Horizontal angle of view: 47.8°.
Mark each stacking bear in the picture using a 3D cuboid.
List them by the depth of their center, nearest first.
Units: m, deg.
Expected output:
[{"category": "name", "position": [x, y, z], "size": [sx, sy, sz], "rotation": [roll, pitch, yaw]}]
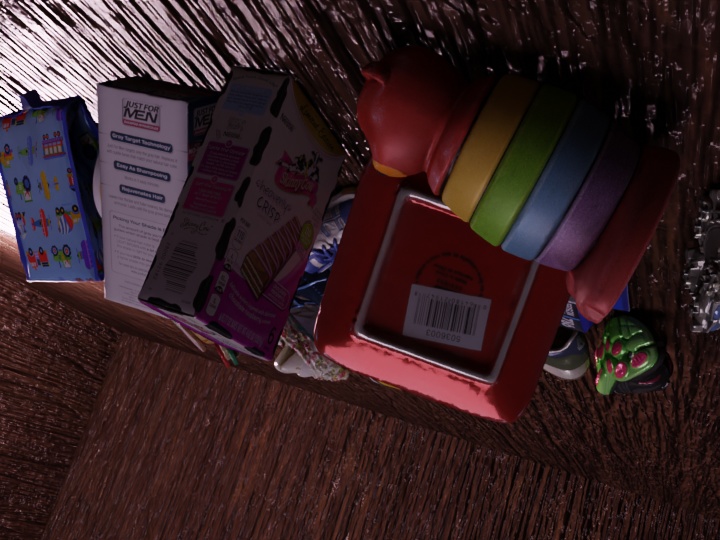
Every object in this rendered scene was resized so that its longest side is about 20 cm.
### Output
[{"category": "stacking bear", "position": [0.087, -0.072, 0.520], "size": [0.198, 0.115, 0.121], "rotation": [29, -169, 5]}]

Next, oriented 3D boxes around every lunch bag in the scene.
[{"category": "lunch bag", "position": [-0.334, -0.096, 0.898], "size": [0.148, 0.094, 0.203], "rotation": [-1, 115, 38]}]

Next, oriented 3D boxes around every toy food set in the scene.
[{"category": "toy food set", "position": [-0.233, 0.054, 1.114], "size": [0.199, 0.049, 0.199], "rotation": [37, 162, 33]}]

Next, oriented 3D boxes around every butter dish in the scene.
[{"category": "butter dish", "position": [0.077, 0.002, 0.729], "size": [0.196, 0.203, 0.148], "rotation": [19, -171, 0]}]

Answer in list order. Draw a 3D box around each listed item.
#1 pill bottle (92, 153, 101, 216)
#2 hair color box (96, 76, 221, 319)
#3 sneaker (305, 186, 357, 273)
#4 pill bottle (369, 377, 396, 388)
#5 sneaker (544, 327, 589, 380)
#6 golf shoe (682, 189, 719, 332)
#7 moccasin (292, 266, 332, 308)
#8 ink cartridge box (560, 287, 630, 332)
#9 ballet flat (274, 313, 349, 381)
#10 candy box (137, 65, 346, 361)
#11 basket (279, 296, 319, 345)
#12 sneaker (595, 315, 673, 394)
[{"category": "pill bottle", "position": [-0.159, -0.076, 0.823], "size": [0.196, 0.114, 0.112], "rotation": [15, 165, 19]}, {"category": "hair color box", "position": [-0.179, -0.064, 0.737], "size": [0.098, 0.204, 0.060], "rotation": [14, -156, 20]}, {"category": "sneaker", "position": [-0.023, -0.034, 0.847], "size": [0.198, 0.090, 0.075], "rotation": [4, 158, 43]}, {"category": "pill bottle", "position": [0.081, 0.091, 0.977], "size": [0.113, 0.116, 0.199], "rotation": [25, 167, -24]}, {"category": "sneaker", "position": [0.188, 0.066, 1.003], "size": [0.197, 0.068, 0.090], "rotation": [18, 153, 24]}, {"category": "golf shoe", "position": [0.292, -0.009, 0.590], "size": [0.095, 0.080, 0.200], "rotation": [-4, 165, 16]}, {"category": "moccasin", "position": [-0.079, 0.003, 0.936], "size": [0.200, 0.068, 0.081], "rotation": [42, 164, 35]}, {"category": "ink cartridge box", "position": [0.186, 0.022, 0.875], "size": [0.197, 0.040, 0.099], "rotation": [12, 163, 26]}, {"category": "ballet flat", "position": [-0.096, 0.081, 0.979], "size": [0.200, 0.064, 0.075], "rotation": [46, 165, -21]}, {"category": "candy box", "position": [-0.088, -0.042, 0.669], "size": [0.060, 0.204, 0.136], "rotation": [13, 166, 23]}, {"category": "basket", "position": [-0.068, 0.043, 1.118], "size": [0.197, 0.125, 0.135], "rotation": [13, 164, 30]}, {"category": "sneaker", "position": [0.322, 0.099, 0.939], "size": [0.082, 0.078, 0.200], "rotation": [-1, 166, 7]}]
